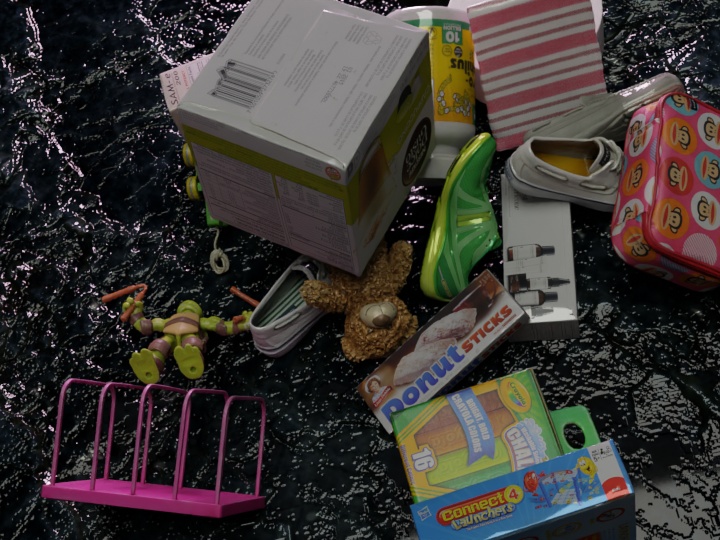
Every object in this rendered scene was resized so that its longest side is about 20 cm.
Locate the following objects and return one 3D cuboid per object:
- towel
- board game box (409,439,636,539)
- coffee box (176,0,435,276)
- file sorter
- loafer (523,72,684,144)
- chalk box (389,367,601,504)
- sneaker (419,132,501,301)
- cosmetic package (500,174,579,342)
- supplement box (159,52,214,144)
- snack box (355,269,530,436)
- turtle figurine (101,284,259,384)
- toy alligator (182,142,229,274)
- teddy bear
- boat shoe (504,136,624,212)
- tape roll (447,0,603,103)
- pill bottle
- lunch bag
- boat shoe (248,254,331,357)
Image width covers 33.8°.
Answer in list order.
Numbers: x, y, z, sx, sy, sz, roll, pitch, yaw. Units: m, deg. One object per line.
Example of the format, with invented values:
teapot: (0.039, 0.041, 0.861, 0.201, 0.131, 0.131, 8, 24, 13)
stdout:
towel: (0.212, -0.244, 1.409, 0.145, 0.201, 0.030, -14, 33, 4)
board game box: (0.161, 0.253, 1.129, 0.194, 0.200, 0.056, -18, 56, 1)
coffee box: (-0.049, -0.152, 1.281, 0.199, 0.198, 0.200, 21, 61, 19)
file sorter: (-0.212, 0.186, 1.266, 0.198, 0.139, 0.126, 3, 83, 15)
loafer: (0.281, -0.181, 1.393, 0.199, 0.070, 0.070, -27, 60, 17)
chalk box: (0.146, 0.191, 1.211, 0.199, 0.124, 0.125, -19, 58, 2)
sneaker: (0.126, -0.060, 1.362, 0.083, 0.074, 0.201, 15, 104, 2)
cosmetic package: (0.205, -0.020, 1.362, 0.082, 0.051, 0.201, -4, 60, 10)
supplement box: (-0.139, -0.221, 1.509, 0.199, 0.126, 0.074, -22, 53, 1)
snack box: (0.090, 0.092, 1.311, 0.200, 0.024, 0.072, -43, 60, 6)
turtle figurine: (-0.217, 0.075, 1.378, 0.198, 0.065, 0.162, 6, 24, 2)
toy alligator: (-0.179, -0.098, 1.475, 0.059, 0.054, 0.202, -5, 95, 14)
teddy bear: (0.000, 0.000, 1.352, 0.144, 0.067, 0.201, 9, 65, -27)
boat shoe: (0.266, -0.118, 1.350, 0.198, 0.070, 0.071, 8, 60, -16)
tape roll: (0.209, -0.303, 1.512, 0.201, 0.071, 0.204, -5, 60, 9)
pill bottle: (0.083, -0.206, 1.429, 0.112, 0.113, 0.202, -1, 88, 12)
lunch bag: (0.374, -0.080, 1.313, 0.175, 0.082, 0.201, 20, 69, -20)
boat shoe: (-0.053, 0.015, 1.392, 0.073, 0.067, 0.200, 29, 70, 25)
